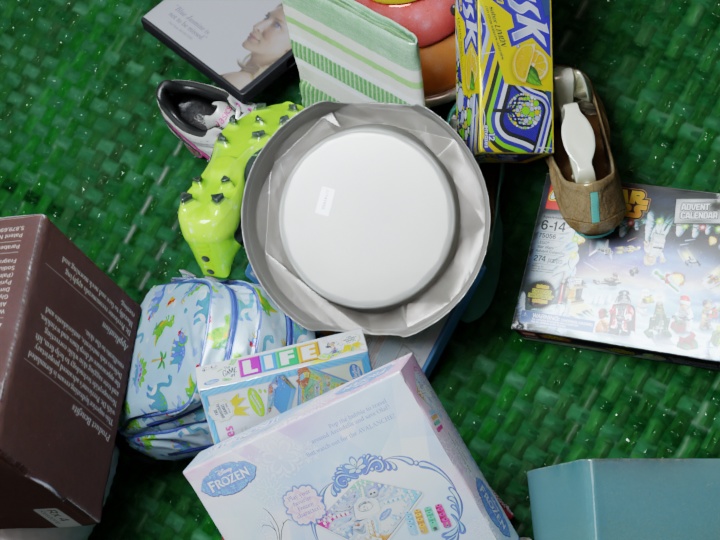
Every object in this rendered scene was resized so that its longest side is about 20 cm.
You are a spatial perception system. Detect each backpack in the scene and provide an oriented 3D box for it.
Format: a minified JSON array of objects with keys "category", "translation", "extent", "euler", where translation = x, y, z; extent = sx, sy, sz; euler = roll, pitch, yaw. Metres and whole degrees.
[{"category":"backpack","translation":[-0.124,0.077,1.484],"extent":[0.200,0.154,0.163],"euler":[1,68,39]}]

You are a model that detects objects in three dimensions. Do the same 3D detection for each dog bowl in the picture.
[{"category":"dog bowl","translation":[0.008,-0.042,1.428],"extent":[0.200,0.059,0.200],"euler":[0,91,11]}]

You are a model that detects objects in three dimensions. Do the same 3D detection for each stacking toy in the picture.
[{"category":"stacking toy","translation":[0.037,-0.246,1.494],"extent":[0.146,0.200,0.146],"euler":[-8,53,10]}]

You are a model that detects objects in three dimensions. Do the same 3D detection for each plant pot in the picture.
[{"category":"plant pot","translation":[0.212,0.241,1.299],"extent":[0.141,0.141,0.200],"euler":[1,80,-12]}]

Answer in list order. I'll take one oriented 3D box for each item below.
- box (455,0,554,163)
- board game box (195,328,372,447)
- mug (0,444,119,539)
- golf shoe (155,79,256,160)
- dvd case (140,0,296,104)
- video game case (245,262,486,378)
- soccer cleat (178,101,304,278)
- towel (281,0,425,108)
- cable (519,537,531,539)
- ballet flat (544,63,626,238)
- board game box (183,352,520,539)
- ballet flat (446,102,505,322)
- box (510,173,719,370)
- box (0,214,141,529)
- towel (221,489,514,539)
[{"category":"box","translation":[0.115,-0.189,1.442],"extent":[0.064,0.070,0.200],"euler":[0,87,-14]},{"category":"board game box","translation":[-0.043,0.150,1.415],"extent":[0.134,0.200,0.034],"euler":[-13,32,-2]},{"category":"mug","translation":[-0.303,0.176,1.573],"extent":[0.175,0.148,0.200],"euler":[-59,30,-2]},{"category":"golf shoe","translation":[-0.101,-0.112,1.589],"extent":[0.200,0.092,0.073],"euler":[25,85,26]},{"category":"dvd case","translation":[-0.081,-0.249,1.622],"extent":[0.200,0.018,0.143],"euler":[-42,60,-18]},{"category":"video game case","translation":[0.000,0.000,1.516],"extent":[0.200,0.018,0.143],"euler":[38,117,25]},{"category":"soccer cleat","translation":[-0.096,-0.072,1.493],"extent":[0.067,0.081,0.200],"euler":[5,37,23]},{"category":"towel","translation":[0.001,-0.157,1.504],"extent":[0.152,0.200,0.023],"euler":[33,64,28]},{"category":"cable","translation":[0.080,0.323,1.392],"extent":[0.200,0.069,0.200],"euler":[-25,67,16]},{"category":"ballet flat","translation":[0.171,-0.117,1.451],"extent":[0.068,0.072,0.200],"euler":[-10,49,3]},{"category":"board game box","translation":[0.000,0.190,1.340],"extent":[0.200,0.043,0.199],"euler":[-26,101,23]},{"category":"ballet flat","translation":[0.087,-0.059,1.500],"extent":[0.067,0.070,0.200],"euler":[4,77,16]},{"category":"box","translation":[0.233,0.001,1.437],"extent":[0.200,0.040,0.137],"euler":[8,77,26]},{"category":"box","translation":[-0.297,0.084,1.417],"extent":[0.164,0.166,0.200],"euler":[-4,59,23]},{"category":"towel","translation":[0.005,0.210,1.425],"extent":[0.200,0.145,0.022],"euler":[-35,31,11]}]
